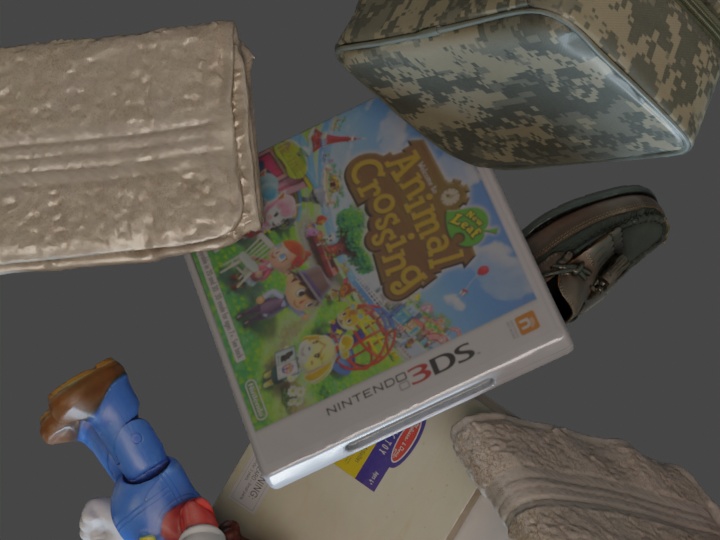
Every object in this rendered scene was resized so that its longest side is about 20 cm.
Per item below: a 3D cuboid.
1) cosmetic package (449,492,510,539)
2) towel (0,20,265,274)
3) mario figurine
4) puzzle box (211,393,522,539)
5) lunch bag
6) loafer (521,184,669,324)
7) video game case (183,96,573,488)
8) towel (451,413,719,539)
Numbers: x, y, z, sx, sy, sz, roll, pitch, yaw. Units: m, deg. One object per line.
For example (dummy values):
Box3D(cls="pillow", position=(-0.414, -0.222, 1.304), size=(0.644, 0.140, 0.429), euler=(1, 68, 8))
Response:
Box3D(cls="cosmetic package", position=(0.072, 0.233, 1.315), size=(0.071, 0.101, 0.200), euler=(18, 106, -46))
Box3D(cls="towel", position=(-0.156, -0.069, 1.269), size=(0.200, 0.034, 0.133), euler=(-5, 79, 3))
Box3D(cls="mario figurine", position=(-0.120, 0.155, 1.277), size=(0.106, 0.123, 0.200), euler=(-40, 80, 13))
Box3D(cls="puzzle box", position=(-0.009, 0.136, 1.315), size=(0.133, 0.025, 0.200), euler=(34, 101, 16))
Box3D(cls="lunch bag", position=(0.110, -0.155, 1.172), size=(0.139, 0.200, 0.168), euler=(35, 68, -31))
Box3D(cls="loafer", position=(0.095, 0.020, 1.272), size=(0.200, 0.063, 0.072), euler=(-25, 141, -12))
Box3D(cls="video game case", position=(0.000, 0.000, 1.246), size=(0.182, 0.022, 0.200), euler=(-25, 57, 4))
Box3D(cls="towel", position=(0.150, 0.145, 1.247), size=(0.200, 0.133, 0.034), euler=(16, 118, -41))
